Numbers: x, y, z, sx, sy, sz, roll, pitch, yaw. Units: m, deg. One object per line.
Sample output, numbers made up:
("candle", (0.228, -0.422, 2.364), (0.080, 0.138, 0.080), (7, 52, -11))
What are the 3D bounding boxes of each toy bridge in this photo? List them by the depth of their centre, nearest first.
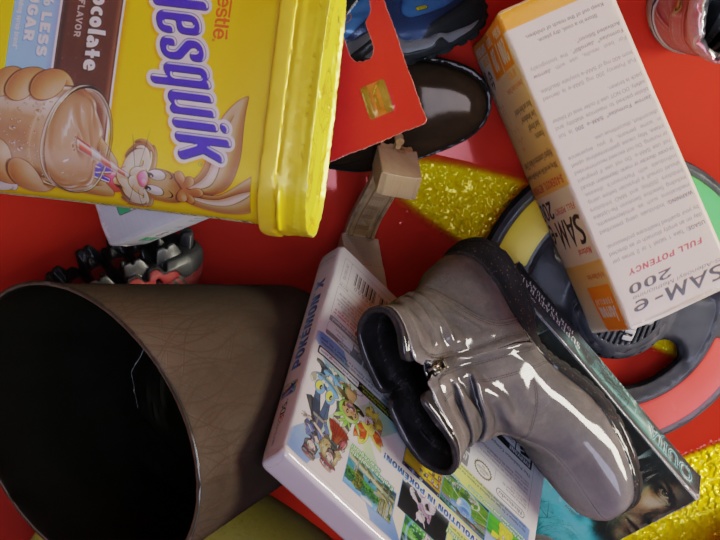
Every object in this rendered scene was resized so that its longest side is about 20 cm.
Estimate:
("toy bridge", (0.000, 0.000, 1.288), (0.027, 0.067, 0.201), (9, 123, -12))

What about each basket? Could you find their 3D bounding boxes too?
("basket", (-0.098, 0.076, 1.188), (0.180, 0.199, 0.136), (47, 118, 20))

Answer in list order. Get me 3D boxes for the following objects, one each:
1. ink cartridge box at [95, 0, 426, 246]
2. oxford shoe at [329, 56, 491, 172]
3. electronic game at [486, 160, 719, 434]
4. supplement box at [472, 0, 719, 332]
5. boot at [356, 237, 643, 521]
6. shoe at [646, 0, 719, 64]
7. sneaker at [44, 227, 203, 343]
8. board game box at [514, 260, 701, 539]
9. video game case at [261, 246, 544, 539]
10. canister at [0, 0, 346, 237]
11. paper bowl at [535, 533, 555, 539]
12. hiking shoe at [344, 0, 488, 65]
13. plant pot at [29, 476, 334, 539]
("ink cartridge box", (-0.081, -0.122, 1.189), (0.199, 0.050, 0.162), (-21, 85, 21))
("oxford shoe", (-0.011, -0.088, 1.261), (0.198, 0.084, 0.073), (-9, 105, -10))
("electronic game", (0.169, 0.019, 1.346), (0.198, 0.042, 0.202), (-3, 105, -11))
("supplement box", (0.143, -0.067, 1.246), (0.073, 0.126, 0.201), (-23, 89, -5))
("boot", (0.078, 0.089, 1.217), (0.070, 0.132, 0.201), (-34, 94, 40))
("shoe", (0.253, -0.219, 1.272), (0.071, 0.091, 0.201), (28, 98, -17))
("sneaker", (-0.174, 0.052, 1.274), (0.200, 0.071, 0.098), (-34, 115, -4))
("board game box", (0.109, 0.101, 1.331), (0.135, 0.028, 0.200), (-32, 110, 29))
("video game case", (0.033, 0.109, 1.206), (0.022, 0.183, 0.200), (-31, 116, 31))
("canister", (-0.115, -0.103, 1.136), (0.198, 0.087, 0.150), (6, 87, 6))
("paper bowl", (0.047, 0.231, 1.294), (0.199, 0.201, 0.105), (-28, 104, -3))
("hiking shoe", (-0.019, -0.167, 1.242), (0.198, 0.074, 0.088), (-5, 106, -10))
("plant pot", (-0.125, 0.193, 1.274), (0.200, 0.200, 0.142), (-44, 82, 2))
